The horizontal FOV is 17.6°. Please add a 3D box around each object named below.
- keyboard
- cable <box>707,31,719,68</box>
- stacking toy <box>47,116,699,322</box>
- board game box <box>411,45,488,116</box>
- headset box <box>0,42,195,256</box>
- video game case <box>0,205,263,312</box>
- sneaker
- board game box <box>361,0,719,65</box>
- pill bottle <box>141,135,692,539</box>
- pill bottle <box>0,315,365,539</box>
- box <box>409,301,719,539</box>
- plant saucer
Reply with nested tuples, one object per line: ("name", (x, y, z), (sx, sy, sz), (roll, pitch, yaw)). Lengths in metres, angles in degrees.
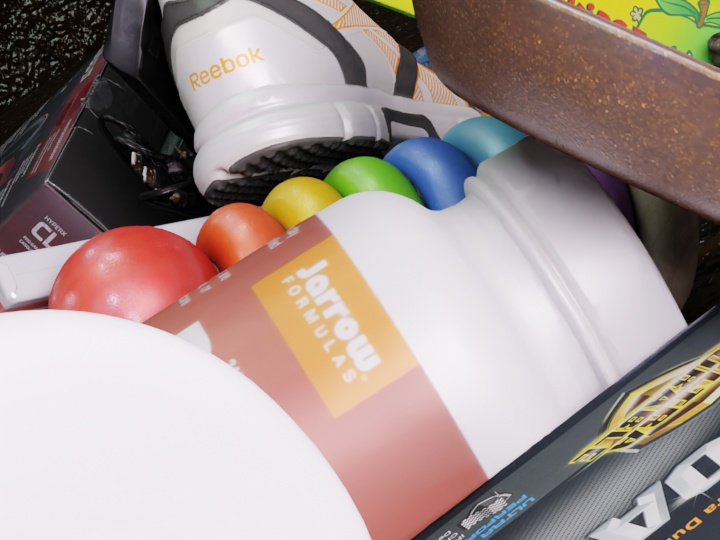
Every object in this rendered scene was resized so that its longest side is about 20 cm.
("keyboard", (-0.064, -0.068, 0.832), (0.039, 0.105, 0.200), (10, -11, 15))
("cable", (0.196, -0.075, 0.800), (0.198, 0.051, 0.097), (-19, 21, 11))
("stacking toy", (0.000, 0.000, 0.711), (0.198, 0.086, 0.085), (-14, 6, -21))
("board game box", (-0.011, -0.017, 0.988), (0.199, 0.062, 0.200), (-33, 14, 2))
("headset box", (-0.132, -0.003, 0.953), (0.200, 0.075, 0.149), (-40, 17, 27))
("video game case", (-0.099, 0.043, 0.800), (0.142, 0.018, 0.200), (-13, -24, -39))
("sneaker", (-0.010, -0.067, 0.797), (0.073, 0.081, 0.200), (-23, -8, 14))
("board game box", (0.059, -0.107, 0.887), (0.102, 0.198, 0.048), (-136, 65, -77))
("pill bottle", (-0.013, 0.050, 0.621), (0.199, 0.113, 0.112), (-33, 13, -4))
("pill bottle", (-0.092, 0.073, 0.383), (0.112, 0.113, 0.199), (-40, 16, -34))
("box", (0.059, 0.079, 0.498), (0.199, 0.046, 0.159), (-35, 13, -17))
("plant saucer", (0.096, -0.032, 0.596), (0.200, 0.199, 0.035), (-114, 47, -77))
